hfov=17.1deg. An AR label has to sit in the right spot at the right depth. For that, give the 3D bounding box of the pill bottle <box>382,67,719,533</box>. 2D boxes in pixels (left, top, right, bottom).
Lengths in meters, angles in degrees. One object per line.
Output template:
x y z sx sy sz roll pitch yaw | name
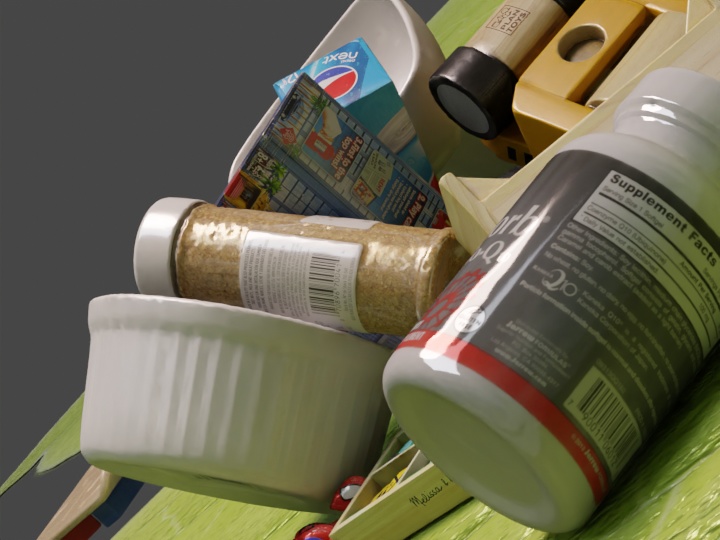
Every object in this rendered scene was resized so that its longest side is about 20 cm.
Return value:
0.110 0.011 1.096 0.200 0.116 0.116 -50 8 -20 | pill bottle

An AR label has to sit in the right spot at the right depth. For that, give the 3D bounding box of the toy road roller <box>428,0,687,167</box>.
0.155 -0.100 1.511 0.199 0.146 0.123 24 65 42 | toy road roller

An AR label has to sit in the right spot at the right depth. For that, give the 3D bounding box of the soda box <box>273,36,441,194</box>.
0.016 -0.048 1.558 0.067 0.201 0.064 -29 39 -3 | soda box

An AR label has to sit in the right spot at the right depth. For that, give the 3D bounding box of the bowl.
-0.004 -0.086 1.682 0.200 0.074 0.200 -52 22 16 | bowl

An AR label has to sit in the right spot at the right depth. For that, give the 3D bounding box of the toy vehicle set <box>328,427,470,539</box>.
0.070 0.078 1.312 0.200 0.026 0.124 -39 11 47 | toy vehicle set

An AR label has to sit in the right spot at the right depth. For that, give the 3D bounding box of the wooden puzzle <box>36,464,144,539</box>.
-0.244 0.209 2.359 0.200 0.046 0.186 -47 6 42 | wooden puzzle

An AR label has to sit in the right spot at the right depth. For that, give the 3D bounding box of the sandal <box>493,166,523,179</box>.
0.115 -0.036 1.464 0.200 0.075 0.048 -12 49 62 | sandal

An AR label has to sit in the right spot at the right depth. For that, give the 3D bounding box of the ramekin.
-0.075 0.085 1.451 0.200 0.199 0.099 157 124 -72 | ramekin

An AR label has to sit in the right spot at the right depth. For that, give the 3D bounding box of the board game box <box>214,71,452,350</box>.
0.000 0.000 1.498 0.062 0.199 0.200 -60 5 -36 | board game box

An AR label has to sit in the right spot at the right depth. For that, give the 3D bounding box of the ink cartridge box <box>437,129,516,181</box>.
0.088 -0.106 1.766 0.200 0.083 0.145 -41 11 36 | ink cartridge box

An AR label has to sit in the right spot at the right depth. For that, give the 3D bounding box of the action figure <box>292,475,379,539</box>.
-0.058 0.196 1.364 0.200 0.052 0.065 -47 4 -13 | action figure

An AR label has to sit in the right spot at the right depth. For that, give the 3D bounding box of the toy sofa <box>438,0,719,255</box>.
0.148 -0.059 1.319 0.200 0.098 0.083 -40 -23 -8 | toy sofa

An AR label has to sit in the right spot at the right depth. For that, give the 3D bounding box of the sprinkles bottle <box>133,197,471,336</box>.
-0.034 0.000 1.410 0.198 0.069 0.068 7 38 25 | sprinkles bottle
